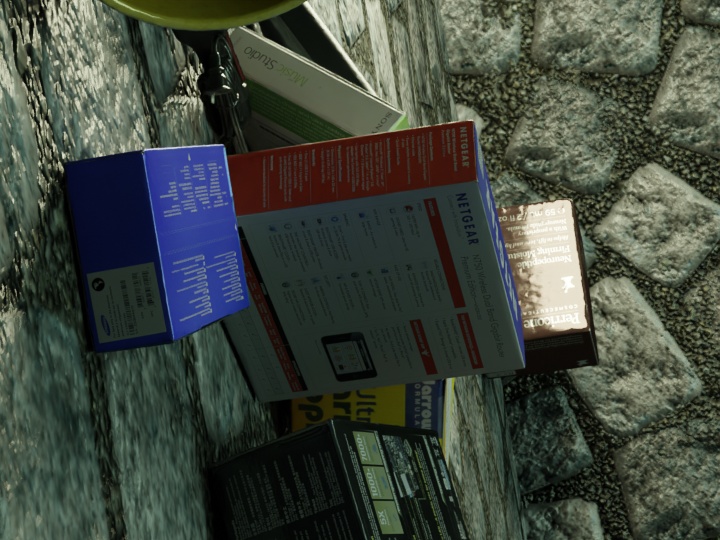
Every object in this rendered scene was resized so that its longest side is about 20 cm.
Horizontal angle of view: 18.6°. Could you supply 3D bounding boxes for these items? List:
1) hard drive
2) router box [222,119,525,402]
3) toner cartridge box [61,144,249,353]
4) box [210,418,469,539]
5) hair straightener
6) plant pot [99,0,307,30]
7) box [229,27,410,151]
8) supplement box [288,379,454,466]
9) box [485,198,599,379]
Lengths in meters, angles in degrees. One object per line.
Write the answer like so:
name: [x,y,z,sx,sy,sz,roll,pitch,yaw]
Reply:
hard drive: [-0.013,-0.120,1.614,0.200,0.033,0.140,55,-7,32]
router box: [0.000,0.000,1.360,0.200,0.179,0.049,72,13,-52]
toner cartridge box: [-0.102,-0.015,1.140,0.200,0.043,0.095,-24,106,-82]
box: [0.008,0.198,1.302,0.164,0.086,0.200,14,57,-66]
hair straightener: [-0.097,-0.127,1.346,0.200,0.041,0.077,79,7,-51]
plant pot: [-0.087,-0.237,1.065,0.142,0.200,0.200,51,-19,50]
box: [-0.016,-0.072,1.504,0.036,0.144,0.200,-52,153,-16]
supplement box: [0.012,0.069,1.575,0.200,0.109,0.109,-80,170,-67]
box: [0.237,0.027,3.072,0.164,0.166,0.200,64,19,-68]
